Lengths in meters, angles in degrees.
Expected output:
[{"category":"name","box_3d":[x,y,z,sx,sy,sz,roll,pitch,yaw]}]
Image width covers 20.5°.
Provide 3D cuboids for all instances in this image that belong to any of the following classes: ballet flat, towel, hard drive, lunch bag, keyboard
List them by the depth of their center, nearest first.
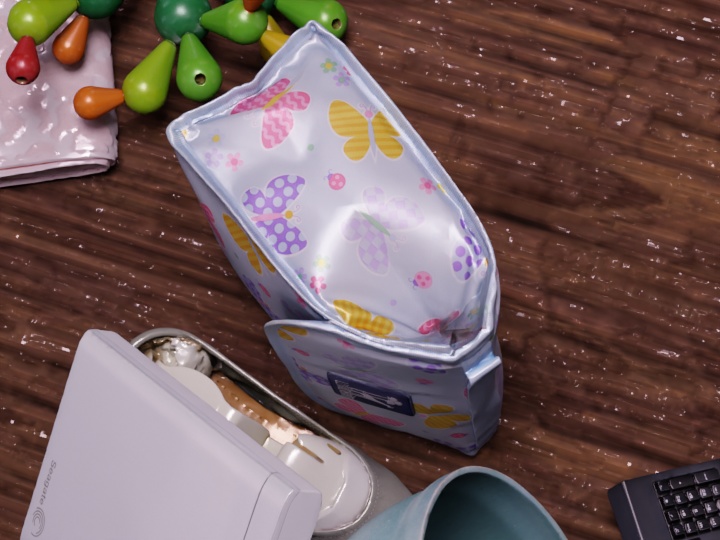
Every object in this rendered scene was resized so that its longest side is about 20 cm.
[{"category":"hard drive","box_3d":[-0.103,0.129,1.022,0.200,0.027,0.133,32,107,48]},{"category":"keyboard","box_3d":[0.186,0.196,1.022,0.103,0.040,0.202,-12,70,-18]},{"category":"lunch bag","box_3d":[0.000,0.000,1.052,0.127,0.170,0.200,-38,73,-7]},{"category":"ballet flat","box_3d":[-0.052,0.100,1.083,0.199,0.064,0.068,34,79,15]},{"category":"towel","box_3d":[-0.243,-0.145,1.201,0.189,0.032,0.202,-7,73,5]}]

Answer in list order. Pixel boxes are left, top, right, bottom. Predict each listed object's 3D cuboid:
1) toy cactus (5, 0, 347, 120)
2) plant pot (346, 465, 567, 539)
[{"category":"toy cactus","box_3d":[-0.111,-0.169,1.156,0.198,0.103,0.166,-10,53,-6]},{"category":"plant pot","box_3d":[0.030,0.213,0.985,0.133,0.200,0.202,-23,69,27]}]
